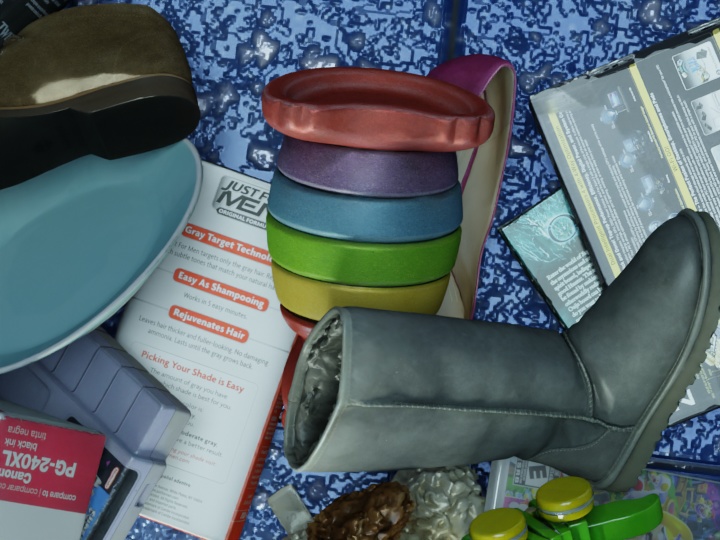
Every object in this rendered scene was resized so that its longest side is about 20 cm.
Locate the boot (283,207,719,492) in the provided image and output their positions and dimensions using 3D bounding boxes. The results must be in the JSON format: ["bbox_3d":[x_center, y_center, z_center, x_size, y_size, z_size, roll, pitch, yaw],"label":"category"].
[{"bbox_3d":[0.074,0.036,1.399,0.199,0.073,0.182,12,110,-20],"label":"boot"}]

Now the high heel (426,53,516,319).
[{"bbox_3d":[0.054,-0.018,1.499,0.067,0.096,0.201,11,78,-31],"label":"high heel"}]

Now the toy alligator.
[{"bbox_3d":[0.065,0.155,1.407,0.200,0.054,0.059,-23,114,-21],"label":"toy alligator"}]

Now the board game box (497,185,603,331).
[{"bbox_3d":[0.196,-0.024,1.526,0.200,0.028,0.135,-34,85,2],"label":"board game box"}]

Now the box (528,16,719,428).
[{"bbox_3d":[0.202,-0.033,1.488,0.161,0.049,0.201,-23,86,1],"label":"box"}]

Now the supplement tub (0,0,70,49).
[{"bbox_3d":[-0.174,-0.222,1.517,0.200,0.123,0.123,-41,85,0],"label":"supplement tub"}]

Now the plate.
[{"bbox_3d":[-0.168,-0.004,1.487,0.200,0.200,0.026,-34,121,1],"label":"plate"}]

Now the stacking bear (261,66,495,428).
[{"bbox_3d":[0.000,0.000,1.446,0.121,0.114,0.201,4,106,-3],"label":"stacking bear"}]

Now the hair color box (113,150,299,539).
[{"bbox_3d":[-0.086,0.045,1.524,0.101,0.061,0.201,20,89,5],"label":"hair color box"}]

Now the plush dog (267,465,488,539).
[{"bbox_3d":[-0.018,0.193,1.454,0.160,0.172,0.201,7,88,4],"label":"plush dog"}]

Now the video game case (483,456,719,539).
[{"bbox_3d":[0.159,0.182,1.487,0.199,0.018,0.144,11,82,-13],"label":"video game case"}]

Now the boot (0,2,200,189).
[{"bbox_3d":[-0.192,-0.095,1.489,0.199,0.074,0.076,-11,62,-4],"label":"boot"}]

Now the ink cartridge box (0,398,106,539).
[{"bbox_3d":[-0.234,0.163,1.447,0.145,0.083,0.201,14,88,41],"label":"ink cartridge box"}]

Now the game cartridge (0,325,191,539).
[{"bbox_3d":[-0.182,0.127,1.489,0.130,0.038,0.200,40,105,42],"label":"game cartridge"}]
